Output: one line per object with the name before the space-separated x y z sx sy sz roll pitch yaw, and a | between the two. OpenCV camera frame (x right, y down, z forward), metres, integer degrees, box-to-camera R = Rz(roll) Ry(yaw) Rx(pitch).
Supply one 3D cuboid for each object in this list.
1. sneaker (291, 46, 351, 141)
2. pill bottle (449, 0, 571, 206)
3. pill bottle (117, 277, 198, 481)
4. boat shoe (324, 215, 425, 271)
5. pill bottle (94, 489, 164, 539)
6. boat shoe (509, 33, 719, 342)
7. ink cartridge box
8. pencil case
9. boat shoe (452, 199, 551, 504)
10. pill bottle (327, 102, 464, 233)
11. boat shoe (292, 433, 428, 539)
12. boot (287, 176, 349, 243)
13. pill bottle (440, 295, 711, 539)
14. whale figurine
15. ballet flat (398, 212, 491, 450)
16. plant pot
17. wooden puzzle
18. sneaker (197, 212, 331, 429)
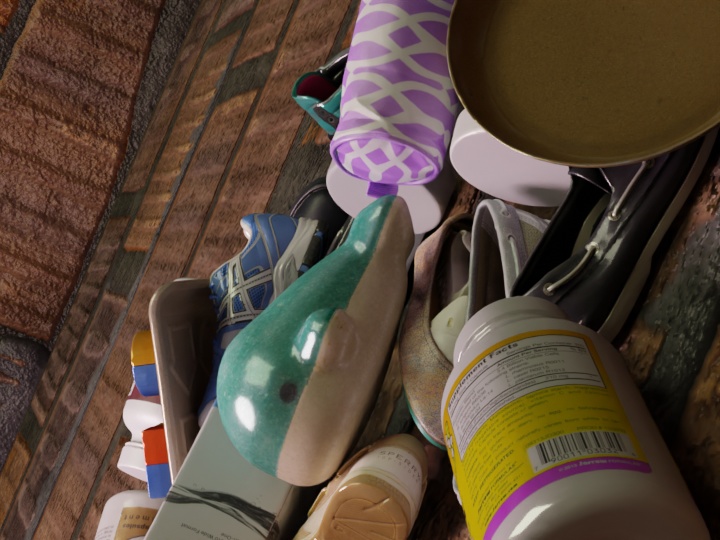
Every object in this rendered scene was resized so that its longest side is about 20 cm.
sneaker | -0.014 -0.123 1.273 0.201 0.120 0.084 -60 19 20
pill bottle | 0.125 -0.149 0.911 0.116 0.115 0.201 -33 37 60
pill bottle | -0.173 0.118 1.442 0.113 0.112 0.201 -23 46 65
boat shoe | 0.000 0.000 1.158 0.068 0.071 0.201 -122 54 -76
pill bottle | -0.200 0.310 1.269 0.114 0.114 0.201 -43 29 51
boat shoe | 0.147 -0.053 0.809 0.201 0.062 0.073 -66 15 -3
ink cartridge box | -0.093 0.191 1.028 0.145 0.083 0.201 97 -164 -56
pencil case | 0.035 -0.155 0.955 0.086 0.083 0.201 120 166 -70
boat shoe | 0.083 0.052 0.859 0.074 0.064 0.203 -35 35 59
pill bottle | 0.048 -0.134 1.066 0.114 0.114 0.201 -36 29 58
boat shoe | -0.002 0.178 0.953 0.069 0.074 0.200 -54 -2 -42
boot | -0.050 0.039 1.239 0.169 0.076 0.201 -85 19 -54
pill bottle | 0.097 0.092 0.702 0.105 0.104 0.200 -59 18 22
whale figurine | -0.028 0.040 0.946 0.159 0.103 0.201 55 -124 -81
ballet flat | 0.065 0.029 0.942 0.067 0.068 0.201 -51 24 33
plant pot | 0.148 -0.141 0.810 0.199 0.027 0.201 -11 61 19
wooden puzzle | -0.144 0.108 1.162 0.185 0.046 0.202 -5 -88 -81
sneaker | -0.091 0.042 1.151 0.076 0.077 0.201 85 -154 -63
